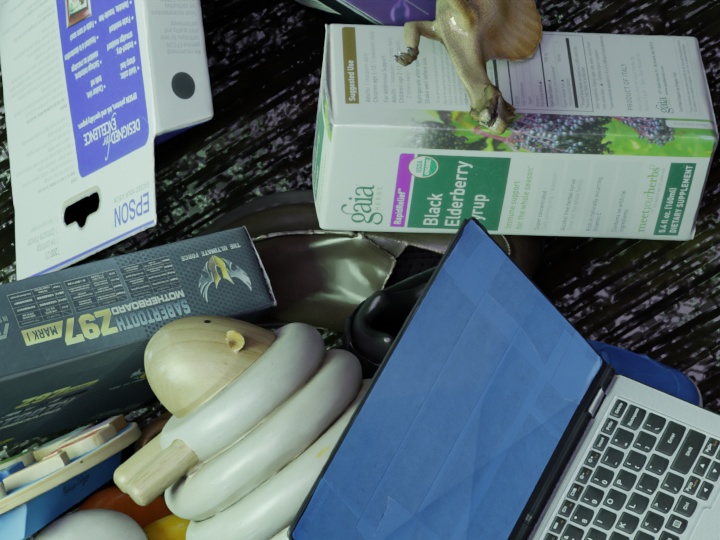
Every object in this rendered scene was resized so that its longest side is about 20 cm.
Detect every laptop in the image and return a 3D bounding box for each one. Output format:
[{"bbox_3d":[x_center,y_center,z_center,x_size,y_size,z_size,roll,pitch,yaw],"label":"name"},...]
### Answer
[{"bbox_3d":[0.102,0.110,1.225,0.199,0.116,0.188,22,66,20],"label":"laptop"}]

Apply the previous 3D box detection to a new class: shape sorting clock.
[{"bbox_3d":[-0.205,0.120,1.332,0.199,0.200,0.039,-20,94,5],"label":"shape sorting clock"}]

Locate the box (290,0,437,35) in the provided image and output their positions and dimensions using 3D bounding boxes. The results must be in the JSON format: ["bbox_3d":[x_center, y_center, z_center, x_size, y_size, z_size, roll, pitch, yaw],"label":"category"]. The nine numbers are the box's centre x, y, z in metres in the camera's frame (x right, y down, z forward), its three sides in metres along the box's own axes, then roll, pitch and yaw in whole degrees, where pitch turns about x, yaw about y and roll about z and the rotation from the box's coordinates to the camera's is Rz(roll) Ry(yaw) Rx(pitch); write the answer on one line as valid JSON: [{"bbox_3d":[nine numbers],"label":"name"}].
[{"bbox_3d":[0.000,-0.239,1.361,0.148,0.104,0.201,27,88,-30],"label":"box"}]

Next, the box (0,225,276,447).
[{"bbox_3d":[-0.163,0.046,1.311,0.199,0.158,0.051,-15,76,-38],"label":"box"}]

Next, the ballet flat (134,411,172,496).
[{"bbox_3d":[-0.026,0.112,1.376,0.199,0.063,0.069,5,84,8],"label":"ballet flat"}]

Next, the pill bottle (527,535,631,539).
[{"bbox_3d":[0.117,0.181,1.318,0.199,0.120,0.121,0,83,8],"label":"pill bottle"}]

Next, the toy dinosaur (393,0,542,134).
[{"bbox_3d":[0.055,-0.152,1.316,0.101,0.058,0.201,28,56,-21],"label":"toy dinosaur"}]

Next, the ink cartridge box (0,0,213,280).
[{"bbox_3d":[-0.139,-0.104,1.360,0.043,0.198,0.201,-1,81,-28],"label":"ink cartridge box"}]

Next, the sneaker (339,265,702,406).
[{"bbox_3d":[0.084,0.050,1.324,0.199,0.112,0.077,3,51,-4],"label":"sneaker"}]

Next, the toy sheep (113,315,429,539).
[{"bbox_3d":[-0.032,0.104,1.262,0.138,0.138,0.200,-38,101,2],"label":"toy sheep"}]

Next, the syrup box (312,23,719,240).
[{"bbox_3d":[0.077,-0.071,1.340,0.199,0.079,0.082,1,47,-6],"label":"syrup box"}]

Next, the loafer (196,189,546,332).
[{"bbox_3d":[0.000,0.000,1.369,0.199,0.072,0.073,-10,126,6],"label":"loafer"}]

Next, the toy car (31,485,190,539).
[{"bbox_3d":[-0.140,0.206,1.348,0.150,0.175,0.201,23,87,45],"label":"toy car"}]
